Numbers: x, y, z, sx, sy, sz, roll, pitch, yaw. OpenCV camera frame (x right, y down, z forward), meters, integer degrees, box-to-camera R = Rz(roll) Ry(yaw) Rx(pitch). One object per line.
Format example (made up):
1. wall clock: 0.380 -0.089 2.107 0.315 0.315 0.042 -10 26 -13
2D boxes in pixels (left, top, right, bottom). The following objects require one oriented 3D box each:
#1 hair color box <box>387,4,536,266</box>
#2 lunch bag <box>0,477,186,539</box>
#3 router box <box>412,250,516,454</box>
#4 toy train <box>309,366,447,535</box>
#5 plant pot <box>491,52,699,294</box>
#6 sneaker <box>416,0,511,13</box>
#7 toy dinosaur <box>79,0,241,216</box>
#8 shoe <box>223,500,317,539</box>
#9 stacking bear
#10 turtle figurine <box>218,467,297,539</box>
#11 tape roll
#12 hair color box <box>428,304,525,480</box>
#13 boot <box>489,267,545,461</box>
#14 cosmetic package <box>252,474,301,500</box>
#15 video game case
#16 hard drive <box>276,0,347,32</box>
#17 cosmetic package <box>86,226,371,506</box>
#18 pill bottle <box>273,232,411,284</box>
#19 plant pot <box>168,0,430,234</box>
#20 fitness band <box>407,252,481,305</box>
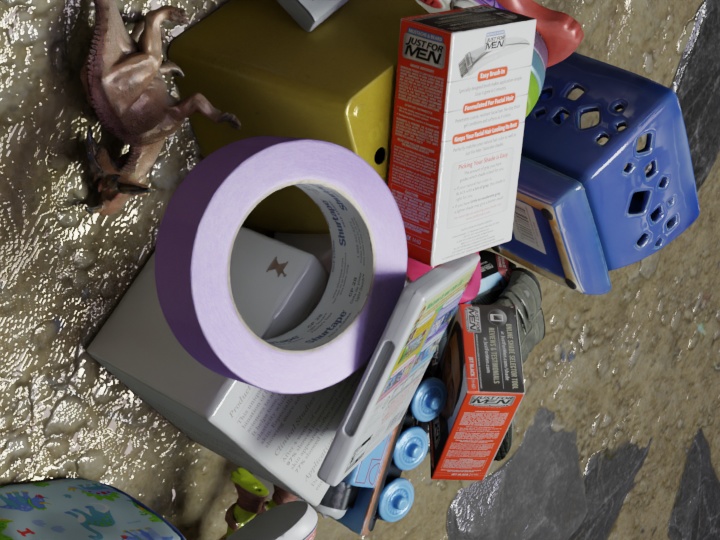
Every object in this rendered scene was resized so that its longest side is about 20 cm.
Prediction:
1. hair color box: 0.083 -0.116 1.253 0.111 0.064 0.201 -17 121 -43
2. lunch bag: -0.254 0.242 1.232 0.200 0.160 0.083 0 107 -51
3. router box: 0.099 0.091 1.656 0.150 0.062 0.201 -21 123 -41
4. toy train: 0.008 0.162 1.458 0.114 0.087 0.201 14 96 -41
5. plant pot: 0.231 -0.102 1.618 0.180 0.200 0.200 -43 137 -19
6. sneaker: 0.088 -0.275 1.399 0.200 0.081 0.084 33 70 -16
7. toy dinosaur: -0.190 -0.137 1.193 0.135 0.086 0.201 -39 129 -22
8. shoe: -0.104 0.299 1.373 0.200 0.072 0.091 -35 105 11
9. stacking bear: 0.123 -0.177 1.488 0.201 0.121 0.114 -62 -173 -26
10. turtle figurine: -0.127 0.270 1.433 0.199 0.064 0.162 11 114 -37
11. tape roll: -0.061 -0.006 1.176 0.199 0.066 0.201 -4 98 -34
12. hair color box: 0.113 0.127 1.494 0.200 0.061 0.102 104 -14 -56
13. boot: 0.168 0.106 1.646 0.131 0.068 0.201 -39 135 -39
14. cosmetic package: -0.025 0.149 1.530 0.200 0.074 0.102 -38 132 -34
15. video game case: 0.036 0.078 1.274 0.183 0.022 0.200 -65 168 17
16. hard drive: -0.021 -0.312 1.282 0.200 0.132 0.027 -43 180 -27
17. cosmetic package: -0.098 0.077 1.333 0.168 0.166 0.200 -57 141 -14
18. pill bottle: 0.000 0.000 1.457 0.200 0.109 0.110 37 78 -51
19. plant pot: -0.018 -0.145 1.311 0.200 0.176 0.201 -41 136 -29
20. fitness band: 0.068 -0.056 1.472 0.144 0.037 0.201 36 37 -51
